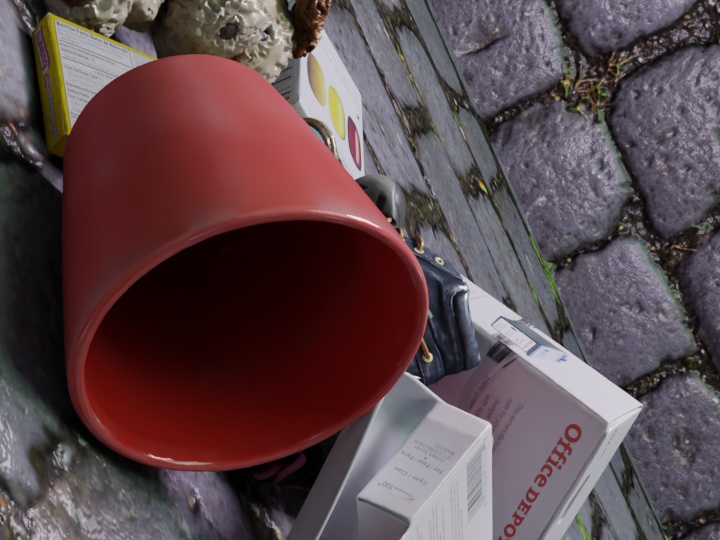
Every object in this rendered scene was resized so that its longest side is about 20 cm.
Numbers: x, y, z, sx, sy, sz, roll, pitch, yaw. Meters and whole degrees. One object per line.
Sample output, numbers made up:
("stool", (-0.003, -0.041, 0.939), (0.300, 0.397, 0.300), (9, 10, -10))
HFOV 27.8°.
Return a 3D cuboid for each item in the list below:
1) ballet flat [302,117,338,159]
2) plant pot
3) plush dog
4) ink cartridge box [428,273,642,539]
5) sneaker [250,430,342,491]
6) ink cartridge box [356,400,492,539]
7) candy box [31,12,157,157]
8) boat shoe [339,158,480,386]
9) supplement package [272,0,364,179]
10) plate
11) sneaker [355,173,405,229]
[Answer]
("ballet flat", (-0.051, -0.003, 0.957), (0.071, 0.070, 0.201), (-24, 131, -77))
("plant pot", (-0.083, -0.015, 0.825), (0.201, 0.200, 0.178), (51, 9, -47))
("plush dog", (-0.117, -0.198, 1.036), (0.172, 0.199, 0.160), (62, -7, -23))
("ink cartridge box", (0.086, 0.108, 1.093), (0.200, 0.147, 0.086), (36, 20, 20))
("sneaker", (-0.034, 0.122, 0.998), (0.079, 0.095, 0.200), (57, -16, 25))
("ink cartridge box", (0.023, 0.210, 0.901), (0.176, 0.045, 0.201), (-46, 146, -37))
("candy box", (-0.123, -0.093, 0.960), (0.199, 0.026, 0.103), (19, 42, -41))
("boat shoe", (0.015, -0.011, 1.029), (0.071, 0.090, 0.201), (141, -69, -76))
("supplement package", (-0.068, -0.117, 1.183), (0.114, 0.109, 0.200), (57, 16, -30))
("plate", (0.003, 0.169, 0.920), (0.032, 0.201, 0.199), (24, -7, 28))
("sneaker", (0.000, 0.000, 1.131), (0.075, 0.201, 0.079), (35, 43, 20))
